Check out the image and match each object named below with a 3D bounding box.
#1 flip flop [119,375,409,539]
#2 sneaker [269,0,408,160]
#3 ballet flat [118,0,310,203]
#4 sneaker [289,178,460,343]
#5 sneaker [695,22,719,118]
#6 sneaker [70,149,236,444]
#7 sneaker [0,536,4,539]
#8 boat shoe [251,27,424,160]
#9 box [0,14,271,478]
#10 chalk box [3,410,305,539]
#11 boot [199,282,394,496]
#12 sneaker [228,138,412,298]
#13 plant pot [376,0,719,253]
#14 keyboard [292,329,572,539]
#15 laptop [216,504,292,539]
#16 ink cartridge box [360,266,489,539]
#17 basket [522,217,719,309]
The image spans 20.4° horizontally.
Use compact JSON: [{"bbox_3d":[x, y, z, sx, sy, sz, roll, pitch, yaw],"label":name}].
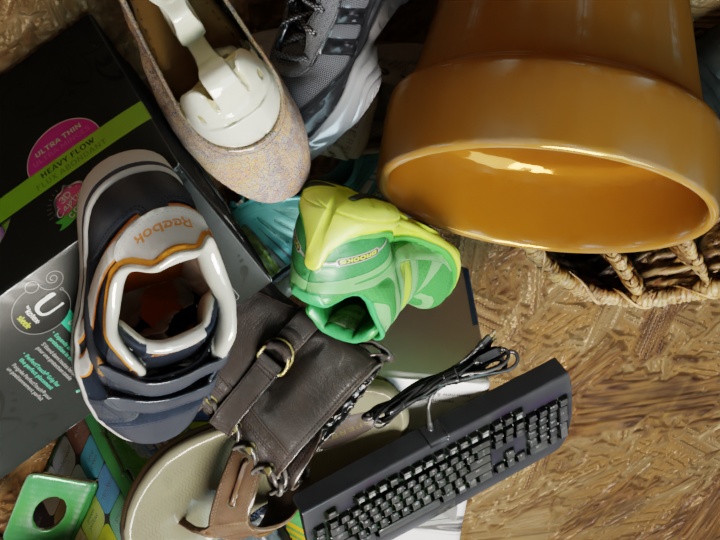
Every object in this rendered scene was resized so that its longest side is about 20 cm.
[{"bbox_3d":[-0.059,0.131,1.245,0.199,0.058,0.082,-24,125,-1],"label":"flip flop"},{"bbox_3d":[-0.028,-0.161,1.126,0.114,0.075,0.201,41,77,-43],"label":"sneaker"},{"bbox_3d":[-0.090,-0.120,1.065,0.068,0.067,0.201,-34,100,-4],"label":"ballet flat"},{"bbox_3d":[0.000,0.000,1.177,0.084,0.074,0.200,-68,158,0],"label":"sneaker"},{"bbox_3d":[0.277,-0.104,1.427,0.091,0.076,0.200,-40,144,-5],"label":"sneaker"},{"bbox_3d":[-0.109,0.037,1.050,0.078,0.080,0.201,-20,139,-18],"label":"sneaker"},{"bbox_3d":[-0.235,0.245,1.380,0.199,0.109,0.070,8,124,-40],"label":"sneaker"},{"bbox_3d":[-0.014,-0.102,1.220,0.198,0.069,0.071,-6,134,-31],"label":"boat shoe"},{"bbox_3d":[-0.180,-0.013,1.129,0.199,0.149,0.124,-36,140,1],"label":"box"},{"bbox_3d":[-0.141,0.167,1.357,0.199,0.124,0.125,1,129,-37],"label":"chalk box"},{"bbox_3d":[-0.100,0.069,1.205,0.200,0.174,0.069,-44,171,1],"label":"boot"},{"bbox_3d":[-0.064,-0.022,1.280,0.199,0.078,0.080,-26,112,-6],"label":"sneaker"},{"bbox_3d":[0.118,-0.126,1.174,0.198,0.185,0.200,7,165,2],"label":"plant pot"},{"bbox_3d":[0.048,0.111,1.258,0.199,0.021,0.128,-27,132,-17],"label":"keyboard"},{"bbox_3d":[-0.118,0.257,1.360,0.176,0.103,0.201,-25,113,-12],"label":"laptop"},{"bbox_3d":[0.028,0.115,1.373,0.083,0.145,0.201,5,122,-7],"label":"ink cartridge box"},{"bbox_3d":[0.173,-0.046,1.348,0.142,0.149,0.200,-36,142,2],"label":"basket"}]
